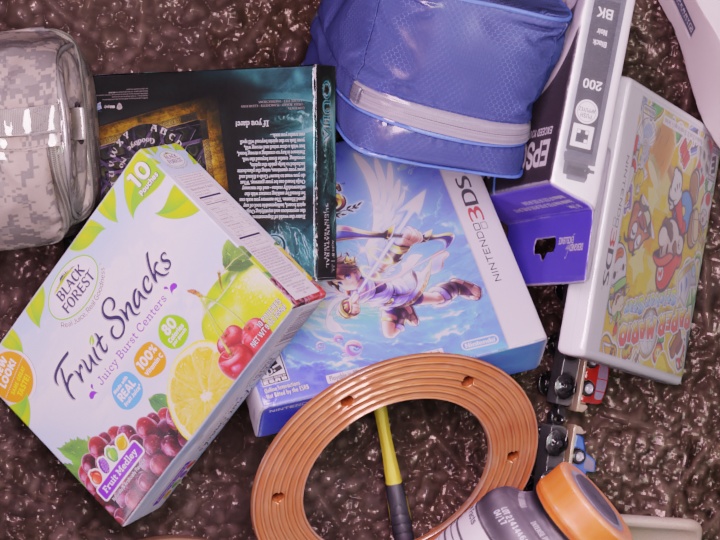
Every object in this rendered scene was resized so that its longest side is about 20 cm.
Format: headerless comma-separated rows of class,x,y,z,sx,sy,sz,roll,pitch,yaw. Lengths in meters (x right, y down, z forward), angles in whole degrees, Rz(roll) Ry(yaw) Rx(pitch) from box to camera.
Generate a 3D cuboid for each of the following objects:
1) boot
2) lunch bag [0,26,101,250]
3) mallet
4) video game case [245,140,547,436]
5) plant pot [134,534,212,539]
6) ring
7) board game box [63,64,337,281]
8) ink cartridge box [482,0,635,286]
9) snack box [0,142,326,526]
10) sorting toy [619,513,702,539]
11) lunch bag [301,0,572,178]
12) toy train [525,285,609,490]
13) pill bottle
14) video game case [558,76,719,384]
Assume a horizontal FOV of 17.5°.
boot,0.271,-0.170,1.626,0.090,0.073,0.201,-13,72,-18
lunch bag,-0.263,-0.080,1.436,0.198,0.168,0.141,-4,87,-2
mallet,0.021,0.138,1.579,0.041,0.066,0.202,-11,93,1
video game case,0.000,0.000,1.543,0.199,0.046,0.182,-13,61,-15
plant pot,-0.117,0.277,1.526,0.199,0.093,0.203,0,88,-16
ring,0.022,0.130,1.521,0.199,0.019,0.202,-13,129,-16
board game box,-0.106,-0.061,1.497,0.028,0.199,0.136,-3,93,-60
ink cartridge box,0.121,-0.091,1.541,0.043,0.198,0.202,11,86,-12
snack box,-0.134,0.040,1.471,0.142,0.053,0.200,45,115,14
sorting toy,0.147,0.267,1.618,0.184,0.036,0.202,5,93,-15
lunch bag,0.040,-0.142,1.517,0.135,0.200,0.133,12,111,-17
toy train,0.151,0.073,1.634,0.045,0.034,0.202,11,87,-25
pill bottle,0.084,0.215,1.532,0.200,0.106,0.106,-42,100,11
video game case,0.193,-0.022,1.580,0.023,0.200,0.184,8,86,27
